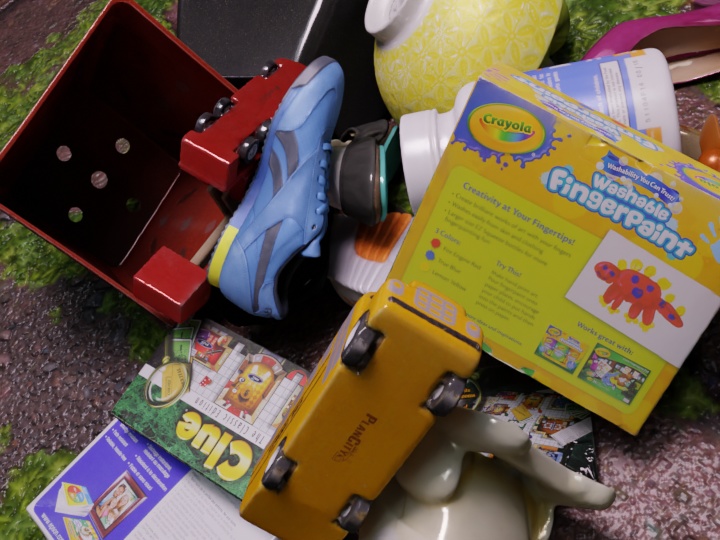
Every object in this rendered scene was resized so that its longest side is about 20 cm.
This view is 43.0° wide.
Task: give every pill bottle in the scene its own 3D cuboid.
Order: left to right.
[{"bbox_3d":[0.133,-0.095,0.695,0.196,0.113,0.113,-8,53,11],"label":"pill bottle"}]

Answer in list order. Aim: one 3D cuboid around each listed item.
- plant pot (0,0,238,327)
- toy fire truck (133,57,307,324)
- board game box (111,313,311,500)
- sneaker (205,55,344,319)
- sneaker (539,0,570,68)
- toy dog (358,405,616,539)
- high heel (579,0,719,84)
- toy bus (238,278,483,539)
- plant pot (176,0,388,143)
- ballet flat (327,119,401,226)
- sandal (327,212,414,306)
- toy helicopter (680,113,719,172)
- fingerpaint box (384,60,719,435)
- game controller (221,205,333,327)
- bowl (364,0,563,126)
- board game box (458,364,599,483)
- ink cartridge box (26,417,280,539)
[{"bbox_3d":[-0.215,-0.090,0.828,0.175,0.199,0.202,3,58,60],"label":"plant pot"},{"bbox_3d":[-0.103,-0.068,0.738,0.048,0.142,0.200,27,47,11],"label":"toy fire truck"},{"bbox_3d":[-0.092,0.108,0.691,0.198,0.024,0.106,22,70,33],"label":"board game box"},{"bbox_3d":[-0.045,-0.060,0.701,0.078,0.066,0.203,26,96,16],"label":"sneaker"},{"bbox_3d":[0.124,-0.172,0.852,0.104,0.076,0.202,0,55,45],"label":"sneaker"},{"bbox_3d":[0.034,0.191,0.559,0.192,0.139,0.202,8,68,43],"label":"toy dog"},{"bbox_3d":[0.272,-0.182,0.782,0.199,0.068,0.096,-34,39,-8],"label":"high heel"},{"bbox_3d":[-0.003,0.085,0.535,0.064,0.201,0.079,28,32,-6],"label":"toy bus"},{"bbox_3d":[-0.066,-0.220,0.884,0.197,0.200,0.180,7,67,26],"label":"plant pot"},{"bbox_3d":[-0.004,-0.082,0.769,0.067,0.069,0.200,1,17,6],"label":"ballet flat"},{"bbox_3d":[0.005,-0.006,0.782,0.079,0.059,0.206,-50,31,-15],"label":"sandal"},{"bbox_3d":[0.283,-0.076,0.682,0.130,0.080,0.200,3,22,-26],"label":"toy helicopter"},{"bbox_3d":[0.138,-0.017,0.613,0.198,0.169,0.073,28,26,8],"label":"fingerpaint box"},{"bbox_3d":[-0.069,-0.038,0.804,0.104,0.042,0.202,-31,36,26],"label":"game controller"},{"bbox_3d":[0.068,-0.216,0.791,0.200,0.107,0.202,-41,35,38],"label":"bowl"},{"bbox_3d":[0.072,0.124,0.677,0.197,0.024,0.106,-9,56,16],"label":"board game box"},{"bbox_3d":[-0.135,0.176,0.712,0.200,0.044,0.197,-47,52,-12],"label":"ink cartridge box"}]
